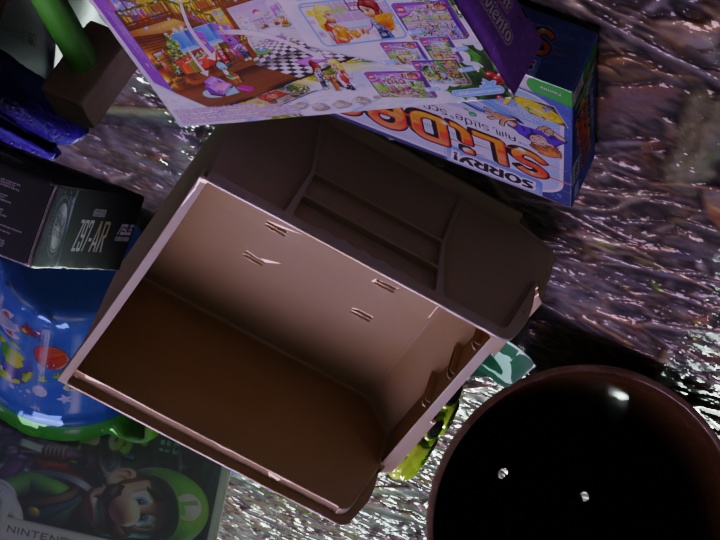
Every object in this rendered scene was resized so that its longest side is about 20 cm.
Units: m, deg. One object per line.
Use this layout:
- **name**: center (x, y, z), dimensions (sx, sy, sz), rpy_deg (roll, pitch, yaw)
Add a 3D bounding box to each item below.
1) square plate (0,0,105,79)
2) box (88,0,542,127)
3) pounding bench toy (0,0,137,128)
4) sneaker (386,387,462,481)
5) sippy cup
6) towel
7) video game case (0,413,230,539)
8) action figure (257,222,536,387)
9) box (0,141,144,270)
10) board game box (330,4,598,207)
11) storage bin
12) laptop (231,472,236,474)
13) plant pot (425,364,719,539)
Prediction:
- **square plate**: center (-0.226, -0.158, 1.621), dimensions (0.197, 0.029, 0.200), rpy_deg (25, 162, 1)
- **box**: center (-0.034, -0.131, 1.350), dimensions (0.199, 0.039, 0.137), rpy_deg (-2, 137, 38)
- **pounding bench toy**: center (-0.194, -0.155, 1.436), dimensions (0.199, 0.125, 0.156), rpy_deg (25, 161, -1)
- **sneaker**: center (0.015, 0.083, 1.872), dimensions (0.083, 0.074, 0.200), rpy_deg (33, 174, 3)
- **sippy cup**: center (-0.185, 0.021, 1.915), dimensions (0.177, 0.140, 0.130), rpy_deg (15, 150, 1)
- **towel**: center (-0.258, -0.118, 1.619), dimensions (0.147, 0.050, 0.200), rpy_deg (13, 165, 45)
- **video game case**: center (-0.172, 0.109, 1.962), dimensions (0.181, 0.201, 0.023), rpy_deg (14, 150, -5)
- **action figure**: center (0.000, 0.000, 1.725), dimensions (0.200, 0.055, 0.118), rpy_deg (29, 163, -20)
- **box**: center (-0.225, -0.053, 1.521), dimensions (0.199, 0.044, 0.160), rpy_deg (21, -177, 11)
- **board game box**: center (0.016, -0.105, 1.447), dimensions (0.199, 0.035, 0.135), rpy_deg (21, 161, 12)
- **storage bin**: center (-0.028, 0.021, 1.642), dimensions (0.198, 0.094, 0.200), rpy_deg (28, 136, -10)
- **laptop**: center (-0.142, 0.147, 2.220), dimensions (0.187, 0.200, 0.116), rpy_deg (-2, 113, 52)
- **plant pot**: center (0.121, 0.149, 1.830), dimensions (0.186, 0.188, 0.200), rpy_deg (26, 177, -4)
